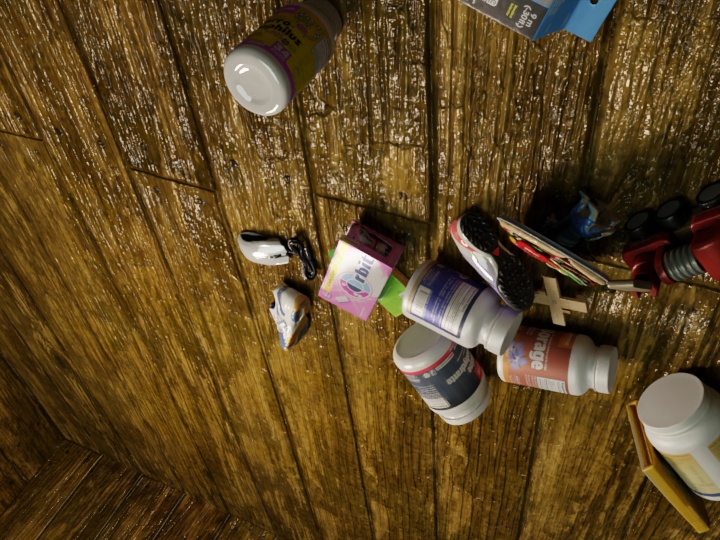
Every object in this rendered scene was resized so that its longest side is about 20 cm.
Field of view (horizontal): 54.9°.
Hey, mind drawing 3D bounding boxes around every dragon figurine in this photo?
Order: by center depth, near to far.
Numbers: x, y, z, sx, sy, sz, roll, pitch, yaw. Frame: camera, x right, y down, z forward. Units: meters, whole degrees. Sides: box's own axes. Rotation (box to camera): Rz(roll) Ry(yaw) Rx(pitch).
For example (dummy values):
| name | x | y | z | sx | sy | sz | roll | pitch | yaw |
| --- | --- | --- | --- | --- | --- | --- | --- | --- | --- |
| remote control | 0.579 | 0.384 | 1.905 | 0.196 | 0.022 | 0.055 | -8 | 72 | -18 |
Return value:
| name | x | y | z | sx | sy | sz | roll | pitch | yaw |
| --- | --- | --- | --- | --- | --- | --- | --- | --- | --- |
| dragon figurine | 0.332 | -0.054 | 1.034 | 0.059 | 0.200 | 0.100 | 22 | 113 | -12 |

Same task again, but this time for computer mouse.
| name | x | y | z | sx | sy | sz | roll | pitch | yaw |
| --- | --- | --- | --- | --- | --- | --- | --- | --- | --- |
| computer mouse | -0.193 | -0.036 | 1.515 | 0.199 | 0.044 | 0.110 | 10 | 138 | 28 |

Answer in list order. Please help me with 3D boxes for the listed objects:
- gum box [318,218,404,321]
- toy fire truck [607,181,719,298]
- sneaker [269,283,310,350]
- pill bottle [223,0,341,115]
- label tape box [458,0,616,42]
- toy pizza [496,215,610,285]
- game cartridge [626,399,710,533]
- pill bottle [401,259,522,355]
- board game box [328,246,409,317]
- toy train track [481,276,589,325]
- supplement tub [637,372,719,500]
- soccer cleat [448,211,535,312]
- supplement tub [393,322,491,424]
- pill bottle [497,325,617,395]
| name | x | y | z | sx | sy | sz | roll | pitch | yaw |
| --- | --- | --- | --- | --- | --- | --- | --- | --- | --- |
| gum box | 0.000 | 0.000 | 1.354 | 0.113 | 0.066 | 0.200 | 28 | 141 | 3 |
| toy fire truck | 0.432 | -0.018 | 0.950 | 0.129 | 0.200 | 0.176 | 45 | 142 | -17 |
| sneaker | -0.173 | 0.108 | 1.651 | 0.088 | 0.075 | 0.201 | 34 | 138 | 18 |
| pill bottle | -0.104 | -0.319 | 1.005 | 0.104 | 0.200 | 0.105 | 19 | 141 | 17 |
| label tape box | 0.217 | -0.364 | 0.835 | 0.199 | 0.063 | 0.144 | 30 | 144 | 5 |
| toy pizza | 0.295 | -0.025 | 1.081 | 0.200 | 0.032 | 0.200 | 31 | -173 | -4 |
| game cartridge | 0.578 | 0.365 | 1.298 | 0.032 | 0.177 | 0.200 | -37 | 108 | 27 |
| pill bottle | 0.188 | 0.072 | 1.273 | 0.199 | 0.120 | 0.120 | 27 | 144 | 23 |
| board game box | 0.032 | 0.010 | 1.416 | 0.200 | 0.030 | 0.095 | 40 | 141 | -13 |
| toy train track | 0.313 | 0.038 | 1.242 | 0.199 | 0.033 | 0.115 | 11 | 139 | 37 |
| supplement tub | 0.596 | 0.291 | 1.221 | 0.200 | 0.145 | 0.144 | 47 | 141 | -18 |
| soccer cleat | 0.228 | -0.013 | 1.207 | 0.200 | 0.068 | 0.073 | 52 | 162 | -6 |
| supplement tub | 0.172 | 0.209 | 1.441 | 0.140 | 0.141 | 0.200 | -12 | 125 | 43 |
| pill bottle | 0.363 | 0.166 | 1.279 | 0.199 | 0.112 | 0.112 | 7 | 136 | 30 |
